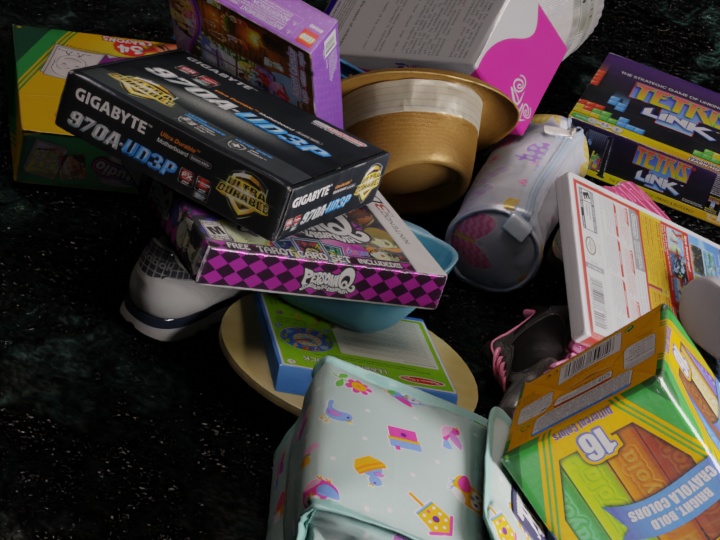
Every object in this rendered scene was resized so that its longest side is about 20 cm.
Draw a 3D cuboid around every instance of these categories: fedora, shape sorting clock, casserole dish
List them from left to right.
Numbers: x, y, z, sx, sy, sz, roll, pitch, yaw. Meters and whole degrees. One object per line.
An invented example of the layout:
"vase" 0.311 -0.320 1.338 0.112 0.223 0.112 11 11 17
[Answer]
"shape sorting clock" -0.009 0.070 1.412 0.199 0.039 0.200 15 21 -6
"casserole dish" 0.000 0.000 1.483 0.121 0.039 0.200 23 22 14
"fedora" 0.039 -0.100 1.598 0.199 0.201 0.082 6 70 -13

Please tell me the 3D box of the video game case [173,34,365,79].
"video game case" -0.045 -0.167 1.637 0.143 0.018 0.200 12 -8 44

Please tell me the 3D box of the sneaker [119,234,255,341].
"sneaker" -0.100 -0.015 1.465 0.076 0.081 0.200 28 33 22

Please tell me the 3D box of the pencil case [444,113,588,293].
"pencil case" 0.137 -0.060 1.621 0.083 0.090 0.200 54 34 -14

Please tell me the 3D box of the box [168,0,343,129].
"box" -0.080 -0.158 1.490 0.136 0.200 0.039 31 67 16

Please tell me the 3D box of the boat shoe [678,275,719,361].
"boat shoe" 0.318 0.070 1.425 0.056 0.069 0.200 2 36 -38

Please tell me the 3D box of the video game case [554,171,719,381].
"video game case" 0.231 0.018 1.486 0.199 0.017 0.144 22 52 -36

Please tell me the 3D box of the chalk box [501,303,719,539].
"chalk box" 0.202 0.150 1.255 0.200 0.124 0.124 54 22 -11

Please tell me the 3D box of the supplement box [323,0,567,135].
"supplement box" 0.066 -0.196 1.686 0.199 0.101 0.104 8 61 40

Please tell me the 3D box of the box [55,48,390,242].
"box" -0.100 -0.096 1.398 0.199 0.046 0.159 28 23 19

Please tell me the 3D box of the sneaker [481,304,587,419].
"sneaker" 0.130 0.080 1.441 0.095 0.079 0.200 6 26 24

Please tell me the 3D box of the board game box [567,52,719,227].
"board game box" 0.302 -0.123 1.813 0.199 0.057 0.165 22 35 10

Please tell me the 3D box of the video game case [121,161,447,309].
"video game case" -0.058 -0.038 1.413 0.199 0.036 0.181 7 27 -29

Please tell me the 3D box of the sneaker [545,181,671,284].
"sneaker" 0.212 -0.021 1.611 0.074 0.088 0.200 47 20 18

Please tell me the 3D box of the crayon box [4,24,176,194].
"crayon box" -0.197 -0.134 1.620 0.199 0.059 0.173 5 34 -17

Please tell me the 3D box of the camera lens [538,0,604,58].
"camera lens" 0.127 -0.258 1.846 0.160 0.161 0.200 32 36 24

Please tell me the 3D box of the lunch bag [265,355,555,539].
"lunch bag" 0.045 0.165 1.223 0.199 0.122 0.171 20 30 -8
